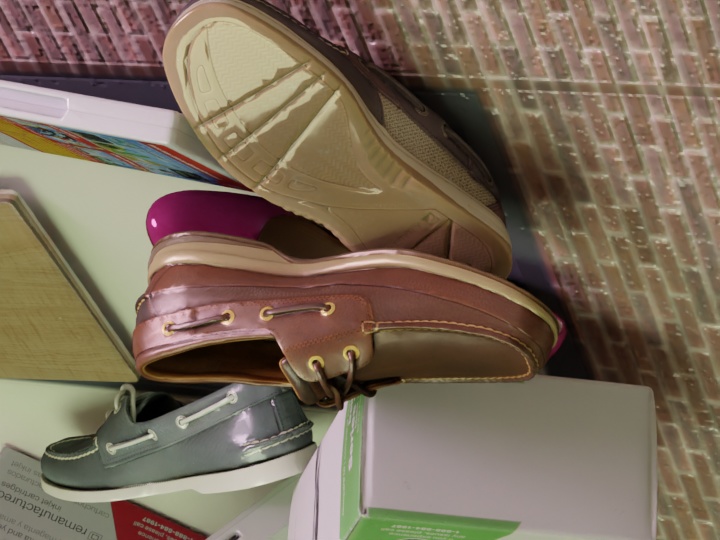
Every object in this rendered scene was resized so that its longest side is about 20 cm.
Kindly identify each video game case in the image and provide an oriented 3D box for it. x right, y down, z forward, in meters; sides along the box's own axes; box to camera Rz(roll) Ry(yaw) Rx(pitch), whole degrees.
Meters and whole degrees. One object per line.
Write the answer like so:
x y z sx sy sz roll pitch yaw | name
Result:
-0.154 -0.071 1.372 0.199 0.018 0.143 11 176 17 | video game case

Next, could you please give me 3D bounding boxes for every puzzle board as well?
-0.231 0.006 1.586 0.199 0.017 0.151 1 141 30 | puzzle board

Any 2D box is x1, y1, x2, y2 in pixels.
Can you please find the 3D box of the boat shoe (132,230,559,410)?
-0.010 0.032 1.324 0.199 0.068 0.072 6 148 20 | boat shoe

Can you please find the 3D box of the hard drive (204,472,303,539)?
-0.063 0.212 1.672 0.026 0.132 0.200 42 157 31 | hard drive

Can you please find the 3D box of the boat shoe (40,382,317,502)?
-0.104 0.087 1.596 0.200 0.073 0.062 -7 100 44 | boat shoe

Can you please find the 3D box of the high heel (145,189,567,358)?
0.000 0.000 1.394 0.199 0.068 0.096 19 159 -21 | high heel

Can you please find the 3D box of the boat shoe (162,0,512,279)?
-0.009 -0.062 1.316 0.200 0.065 0.072 37 122 -25 | boat shoe

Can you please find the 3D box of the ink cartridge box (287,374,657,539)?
0.050 0.121 1.459 0.146 0.085 0.200 7 157 -11 | ink cartridge box

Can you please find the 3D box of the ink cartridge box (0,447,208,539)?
-0.195 0.241 1.718 0.145 0.200 0.145 25 146 -3 | ink cartridge box
